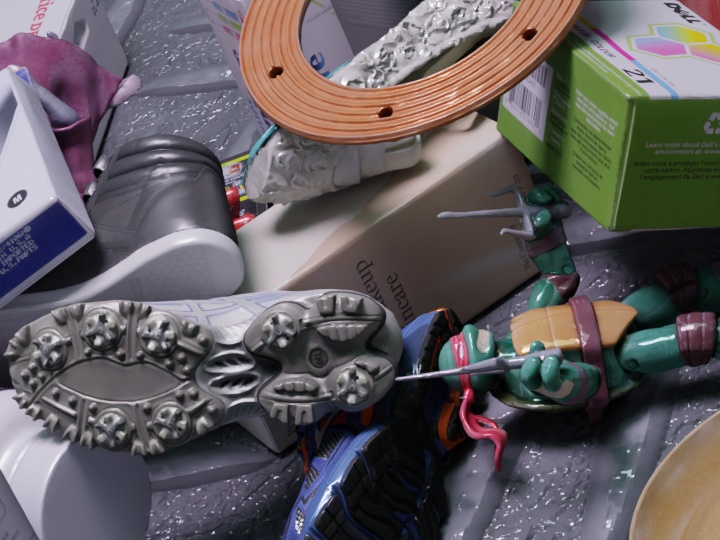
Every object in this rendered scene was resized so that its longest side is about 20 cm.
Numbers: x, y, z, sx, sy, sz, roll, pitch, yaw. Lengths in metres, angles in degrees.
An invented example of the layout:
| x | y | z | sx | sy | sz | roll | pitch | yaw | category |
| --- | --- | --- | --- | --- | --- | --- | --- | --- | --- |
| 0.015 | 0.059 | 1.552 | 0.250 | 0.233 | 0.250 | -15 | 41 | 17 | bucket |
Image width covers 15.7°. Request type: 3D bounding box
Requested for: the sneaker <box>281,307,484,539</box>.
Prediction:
| x | y | z | sx | sy | sz | roll | pitch | yaw | category |
| --- | --- | --- | --- | --- | --- | --- | --- | --- | --- |
| 0.001 | 0.098 | 1.311 | 0.078 | 0.075 | 0.200 | -16 | 23 | 29 | sneaker |

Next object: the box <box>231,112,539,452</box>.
| x | y | z | sx | sy | sz | roll | pitch | yaw | category |
| --- | --- | --- | --- | --- | --- | --- | --- | --- | --- |
| 0.000 | 0.000 | 1.427 | 0.200 | 0.095 | 0.078 | -36 | 33 | -16 | box |

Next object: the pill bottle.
| x | y | z | sx | sy | sz | roll | pitch | yaw | category |
| --- | --- | --- | --- | --- | --- | --- | --- | --- | --- |
| -0.210 | 0.115 | 1.375 | 0.200 | 0.112 | 0.111 | 4 | 41 | 38 | pill bottle |

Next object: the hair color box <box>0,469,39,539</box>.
| x | y | z | sx | sy | sz | roll | pitch | yaw | category |
| --- | --- | --- | --- | --- | --- | --- | --- | --- | --- |
| -0.205 | 0.146 | 1.239 | 0.061 | 0.200 | 0.099 | -1 | 38 | 32 | hair color box |

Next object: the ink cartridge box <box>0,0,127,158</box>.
| x | y | z | sx | sy | sz | roll | pitch | yaw | category |
| --- | --- | --- | --- | --- | --- | --- | --- | --- | --- |
| -0.275 | -0.117 | 1.795 | 0.199 | 0.086 | 0.148 | -13 | 32 | 15 | ink cartridge box |

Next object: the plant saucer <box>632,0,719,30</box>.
| x | y | z | sx | sy | sz | roll | pitch | yaw | category |
| --- | --- | --- | --- | --- | --- | --- | --- | --- | --- |
| 0.147 | -0.185 | 1.518 | 0.037 | 0.200 | 0.200 | -31 | 28 | 22 | plant saucer |

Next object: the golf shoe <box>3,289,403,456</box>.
| x | y | z | sx | sy | sz | roll | pitch | yaw | category |
| --- | --- | --- | --- | --- | --- | --- | --- | --- | --- |
| -0.075 | 0.046 | 1.310 | 0.199 | 0.079 | 0.097 | -2 | 7 | 10 | golf shoe |

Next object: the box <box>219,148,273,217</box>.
| x | y | z | sx | sy | sz | roll | pitch | yaw | category |
| --- | --- | --- | --- | --- | --- | --- | --- | --- | --- |
| -0.138 | 0.013 | 1.546 | 0.200 | 0.044 | 0.160 | -20 | 31 | 7 | box |

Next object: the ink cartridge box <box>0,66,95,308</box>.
| x | y | z | sx | sy | sz | roll | pitch | yaw | category |
| --- | --- | --- | --- | --- | --- | --- | --- | --- | --- |
| -0.250 | -0.021 | 1.415 | 0.199 | 0.041 | 0.200 | -37 | 35 | 5 | ink cartridge box |

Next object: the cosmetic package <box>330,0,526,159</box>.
| x | y | z | sx | sy | sz | roll | pitch | yaw | category |
| --- | --- | --- | --- | --- | --- | --- | --- | --- | --- |
| 0.050 | -0.159 | 1.531 | 0.107 | 0.200 | 0.090 | -40 | 35 | -29 | cosmetic package |

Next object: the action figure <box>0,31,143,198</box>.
| x | y | z | sx | sy | sz | roll | pitch | yaw | category |
| --- | --- | --- | --- | --- | --- | --- | --- | --- | --- |
| -0.198 | -0.051 | 1.580 | 0.134 | 0.149 | 0.200 | -48 | 42 | 19 | action figure |

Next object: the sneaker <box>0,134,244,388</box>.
| x | y | z | sx | sy | sz | roll | pitch | yaw | category |
| --- | --- | --- | --- | --- | --- | --- | --- | --- | --- |
| -0.146 | -0.004 | 1.398 | 0.200 | 0.071 | 0.099 | -24 | 42 | 24 | sneaker |

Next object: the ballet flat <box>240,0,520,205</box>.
| x | y | z | sx | sy | sz | roll | pitch | yaw | category |
| --- | --- | --- | --- | --- | --- | --- | --- | --- | --- |
| 0.023 | -0.095 | 1.408 | 0.200 | 0.072 | 0.072 | -43 | 36 | -25 | ballet flat |

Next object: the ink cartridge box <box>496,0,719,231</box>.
| x | y | z | sx | sy | sz | roll | pitch | yaw | category |
| --- | --- | --- | --- | --- | --- | --- | --- | --- | --- |
| 0.192 | -0.084 | 1.360 | 0.199 | 0.076 | 0.148 | -3 | 25 | -21 | ink cartridge box |

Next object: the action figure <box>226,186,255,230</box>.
| x | y | z | sx | sy | sz | roll | pitch | yaw | category |
| --- | --- | --- | --- | --- | --- | --- | --- | --- | --- |
| -0.160 | 0.016 | 1.466 | 0.199 | 0.099 | 0.065 | -7 | 26 | -15 | action figure |

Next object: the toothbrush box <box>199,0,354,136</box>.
| x | y | z | sx | sy | sz | roll | pitch | yaw | category |
| --- | --- | --- | --- | --- | --- | --- | --- | --- | --- |
| 0.015 | -0.169 | 1.620 | 0.200 | 0.146 | 0.086 | -32 | 32 | -14 | toothbrush box |

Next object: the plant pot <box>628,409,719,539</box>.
| x | y | z | sx | sy | sz | roll | pitch | yaw | category |
| --- | --- | --- | --- | --- | --- | --- | --- | --- | --- |
| 0.220 | 0.112 | 1.172 | 0.200 | 0.028 | 0.200 | -17 | 33 | 11 | plant pot |

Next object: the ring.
| x | y | z | sx | sy | sz | roll | pitch | yaw | category |
| --- | --- | --- | --- | --- | --- | --- | --- | --- | --- |
| 0.030 | -0.138 | 1.364 | 0.200 | 0.019 | 0.201 | -15 | 44 | 15 | ring |

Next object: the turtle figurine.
| x | y | z | sx | sy | sz | roll | pitch | yaw | category |
| --- | --- | --- | --- | --- | --- | --- | --- | --- | --- |
| 0.111 | 0.025 | 1.308 | 0.199 | 0.101 | 0.150 | -9 | 44 | -3 | turtle figurine |
